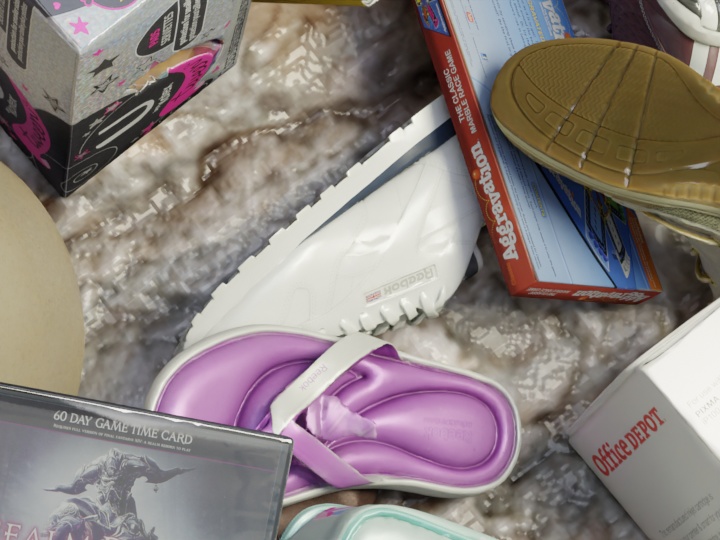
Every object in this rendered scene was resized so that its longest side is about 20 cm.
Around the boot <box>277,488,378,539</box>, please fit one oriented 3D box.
[{"bbox_3d":[-0.102,0.133,1.304,0.199,0.072,0.167,21,62,-5],"label":"boot"}]

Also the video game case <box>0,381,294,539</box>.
[{"bbox_3d":[-0.113,0.154,1.188,0.142,0.019,0.201,12,88,-19],"label":"video game case"}]

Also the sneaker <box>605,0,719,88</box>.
[{"bbox_3d":[0.127,-0.136,1.406,0.075,0.116,0.200,-6,40,-15],"label":"sneaker"}]

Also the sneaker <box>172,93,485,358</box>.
[{"bbox_3d":[0.000,0.000,1.349,0.200,0.076,0.081,-40,93,-15],"label":"sneaker"}]

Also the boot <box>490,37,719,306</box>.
[{"bbox_3d":[0.158,-0.025,1.339,0.199,0.155,0.072,19,67,18],"label":"boot"}]

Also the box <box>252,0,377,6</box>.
[{"bbox_3d":[-0.072,-0.208,1.312,0.049,0.160,0.200,-44,111,-12],"label":"box"}]

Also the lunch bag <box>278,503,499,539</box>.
[{"bbox_3d":[0.042,0.190,1.267,0.200,0.077,0.161,25,70,-27],"label":"lunch bag"}]

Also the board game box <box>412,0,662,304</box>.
[{"bbox_3d":[0.076,-0.080,1.369,0.103,0.019,0.201,4,63,-49],"label":"board game box"}]

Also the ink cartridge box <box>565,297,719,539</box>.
[{"bbox_3d":[0.197,0.111,1.304,0.083,0.147,0.200,-37,83,-17],"label":"ink cartridge box"}]

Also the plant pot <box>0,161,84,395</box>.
[{"bbox_3d":[-0.234,0.033,1.200,0.187,0.200,0.188,1,94,14],"label":"plant pot"}]

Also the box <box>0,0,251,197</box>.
[{"bbox_3d":[-0.127,-0.137,1.298,0.115,0.200,0.132,-39,83,-15],"label":"box"}]

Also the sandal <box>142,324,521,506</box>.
[{"bbox_3d":[-0.005,0.062,1.298,0.202,0.050,0.083,1,81,-36],"label":"sandal"}]
